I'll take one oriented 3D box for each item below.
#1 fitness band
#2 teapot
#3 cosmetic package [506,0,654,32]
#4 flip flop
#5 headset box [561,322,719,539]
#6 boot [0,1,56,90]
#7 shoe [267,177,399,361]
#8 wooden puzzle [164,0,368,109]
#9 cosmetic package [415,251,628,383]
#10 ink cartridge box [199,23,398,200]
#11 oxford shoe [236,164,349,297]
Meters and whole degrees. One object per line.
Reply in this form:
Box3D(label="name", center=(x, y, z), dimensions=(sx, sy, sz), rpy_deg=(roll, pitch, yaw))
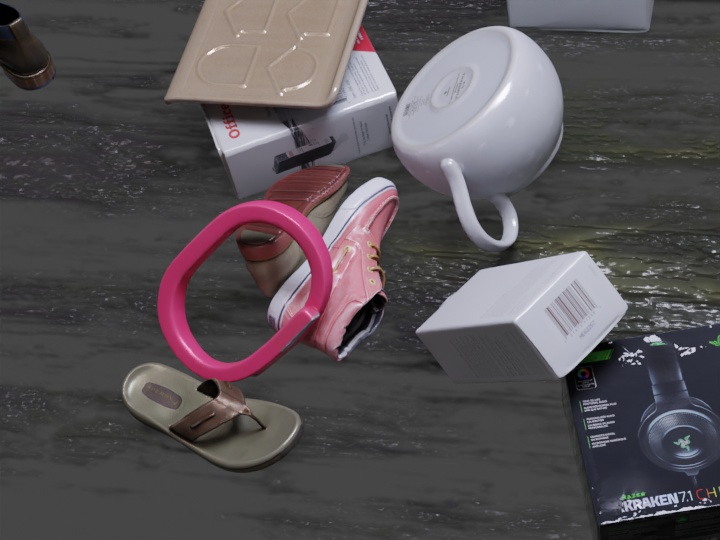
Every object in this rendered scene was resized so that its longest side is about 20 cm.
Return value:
Box3D(label="fitness band", center=(-0.113, 0.021, 1.527), dimensions=(0.200, 0.037, 0.144), rpy_deg=(-42, 81, 26))
Box3D(label="teapot", center=(0.138, -0.141, 1.615), dimensions=(0.200, 0.146, 0.197), rpy_deg=(-47, 30, 0))
Box3D(label="cosmetic package", center=(0.248, -0.395, 1.747), dimensions=(0.165, 0.200, 0.165), rpy_deg=(4, 54, 15))
Box3D(label="flip flop", center=(-0.149, 0.132, 1.503), dimensions=(0.200, 0.058, 0.081), rpy_deg=(22, 59, 25))
Box3D(label="headset box", center=(0.278, 0.149, 1.390), dimensions=(0.174, 0.093, 0.200), rpy_deg=(-9, 51, 3))
Box3D(label="boot", center=(-0.446, -0.298, 1.866), dimensions=(0.200, 0.097, 0.075), rpy_deg=(30, 63, 28))
Box3D(label="shoe", center=(0.000, 0.000, 1.575), dimensions=(0.091, 0.072, 0.200), rpy_deg=(28, 67, 26))
Box3D(label="wooden puzzle", center=(-0.095, -0.237, 1.684), dimensions=(0.200, 0.046, 0.185), rpy_deg=(2, 51, 19))
Box3D(label="cosmetic package", center=(0.144, 0.047, 1.436), dimensions=(0.102, 0.200, 0.074), rpy_deg=(-42, 100, -20))
Box3D(label="ink cartridge box", center=(-0.071, -0.181, 1.714), dimensions=(0.200, 0.084, 0.144), rpy_deg=(-19, 51, -6))
Box3D(label="oxford shoe", center=(-0.066, -0.046, 1.625), dimensions=(0.070, 0.075, 0.200), rpy_deg=(5, 33, 29))
